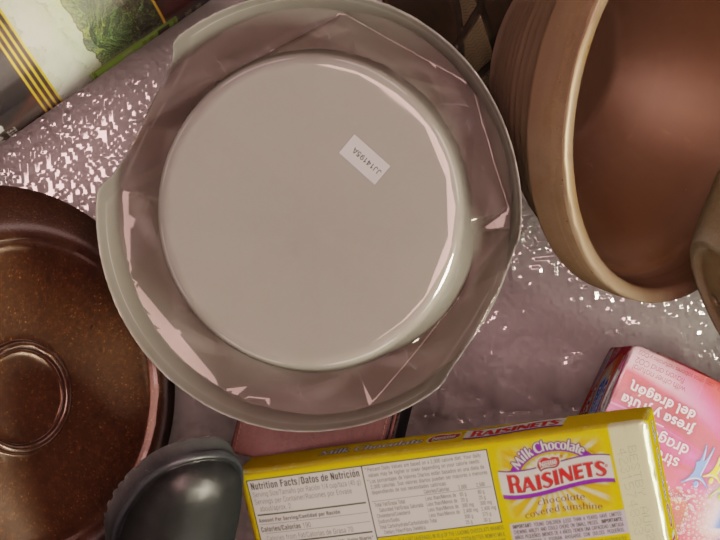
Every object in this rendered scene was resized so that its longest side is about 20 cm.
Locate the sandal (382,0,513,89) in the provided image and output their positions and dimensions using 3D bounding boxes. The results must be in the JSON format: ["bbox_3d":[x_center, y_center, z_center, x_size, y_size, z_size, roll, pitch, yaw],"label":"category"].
[{"bbox_3d":[0.035,-0.161,1.339,0.081,0.055,0.201,-22,102,16],"label":"sandal"}]

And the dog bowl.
[{"bbox_3d":[-0.020,-0.028,1.249,0.198,0.059,0.202,1,93,8],"label":"dog bowl"}]

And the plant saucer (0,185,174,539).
[{"bbox_3d":[-0.168,0.060,1.288,0.199,0.034,0.202,-1,92,-34],"label":"plant saucer"}]

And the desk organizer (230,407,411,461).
[{"bbox_3d":[0.000,0.000,1.311,0.076,0.072,0.202,14,95,6],"label":"desk organizer"}]

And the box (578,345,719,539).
[{"bbox_3d":[0.196,0.118,1.310,0.199,0.100,0.096,25,87,-1],"label":"box"}]

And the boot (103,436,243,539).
[{"bbox_3d":[-0.059,0.200,1.239,0.065,0.165,0.201,-10,55,-26],"label":"boot"}]

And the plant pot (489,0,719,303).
[{"bbox_3d":[0.128,-0.094,1.302,0.092,0.200,0.202,20,86,40],"label":"plant pot"}]

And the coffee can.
[{"bbox_3d":[-0.176,-0.145,1.291,0.199,0.146,0.147,-34,88,-3],"label":"coffee can"}]

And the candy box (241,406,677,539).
[{"bbox_3d":[0.048,0.126,1.262,0.198,0.026,0.103,-8,102,18],"label":"candy box"}]

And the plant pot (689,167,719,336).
[{"bbox_3d":[0.234,-0.007,1.258,0.134,0.200,0.201,-30,88,-10],"label":"plant pot"}]
